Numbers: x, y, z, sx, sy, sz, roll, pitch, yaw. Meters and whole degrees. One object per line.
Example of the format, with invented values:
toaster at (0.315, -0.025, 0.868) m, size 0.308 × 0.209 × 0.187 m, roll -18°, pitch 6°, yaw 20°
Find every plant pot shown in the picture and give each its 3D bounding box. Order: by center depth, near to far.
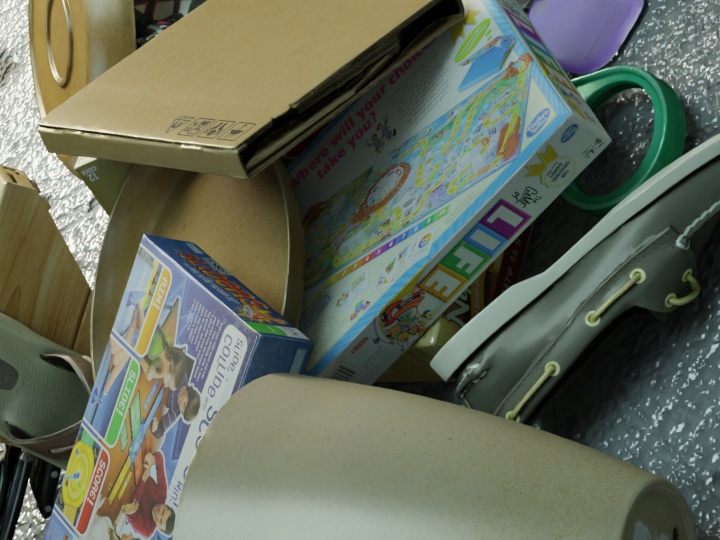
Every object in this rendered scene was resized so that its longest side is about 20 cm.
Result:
plant pot at (0.047, 0.141, 1.098) m, size 0.200 × 0.187 × 0.188 m, roll -1°, pitch 64°, yaw 32°
plant pot at (-0.085, 0.013, 1.288) m, size 0.200 × 0.027 × 0.200 m, roll -19°, pitch 65°, yaw 51°
plant pot at (-0.186, -0.153, 1.560) m, size 0.200 × 0.027 × 0.200 m, roll 176°, pitch 90°, yaw -70°

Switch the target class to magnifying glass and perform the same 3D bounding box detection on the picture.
magnifying glass at (0.102, -0.082, 1.286) m, size 0.200 × 0.022 × 0.080 m, roll 27°, pitch 95°, yaw 55°

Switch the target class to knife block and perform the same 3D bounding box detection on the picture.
knife block at (-0.232, 0.061, 1.438) m, size 0.175 × 0.200 × 0.064 m, roll -29°, pitch 19°, yaw -8°

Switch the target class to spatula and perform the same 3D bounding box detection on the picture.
spatula at (0.083, -0.158, 1.361) m, size 0.200 × 0.021 × 0.057 m, roll 29°, pitch 89°, yaw 53°

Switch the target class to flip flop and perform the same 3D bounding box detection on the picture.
flip flop at (-0.169, 0.075, 1.372) m, size 0.058 × 0.200 × 0.081 m, roll -29°, pitch -37°, yaw -87°

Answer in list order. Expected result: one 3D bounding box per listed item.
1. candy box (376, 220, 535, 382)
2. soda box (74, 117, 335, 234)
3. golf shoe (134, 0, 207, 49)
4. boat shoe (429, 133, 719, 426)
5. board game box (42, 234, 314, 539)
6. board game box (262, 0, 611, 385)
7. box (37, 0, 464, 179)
candy box at (0.000, 0.000, 1.320) m, size 0.200 × 0.055 × 0.116 m, roll -4°, pitch 63°, yaw 47°
soda box at (-0.059, -0.088, 1.359) m, size 0.200 × 0.064 × 0.068 m, roll -22°, pitch 28°, yaw 21°
golf shoe at (-0.112, -0.156, 1.550) m, size 0.088 × 0.077 × 0.200 m, roll -30°, pitch 29°, yaw -12°
boat shoe at (0.129, 0.005, 1.172) m, size 0.202 × 0.072 × 0.060 m, roll -39°, pitch 82°, yaw 6°
board game box at (-0.100, 0.099, 1.232) m, size 0.135 × 0.034 × 0.200 m, roll 38°, pitch 113°, yaw 51°
board game box at (0.026, -0.043, 1.245) m, size 0.200 × 0.034 × 0.135 m, roll -46°, pitch 42°, yaw 18°
box at (-0.061, -0.108, 1.276) m, size 0.163 × 0.021 × 0.200 m, roll -39°, pitch 27°, yaw -27°
